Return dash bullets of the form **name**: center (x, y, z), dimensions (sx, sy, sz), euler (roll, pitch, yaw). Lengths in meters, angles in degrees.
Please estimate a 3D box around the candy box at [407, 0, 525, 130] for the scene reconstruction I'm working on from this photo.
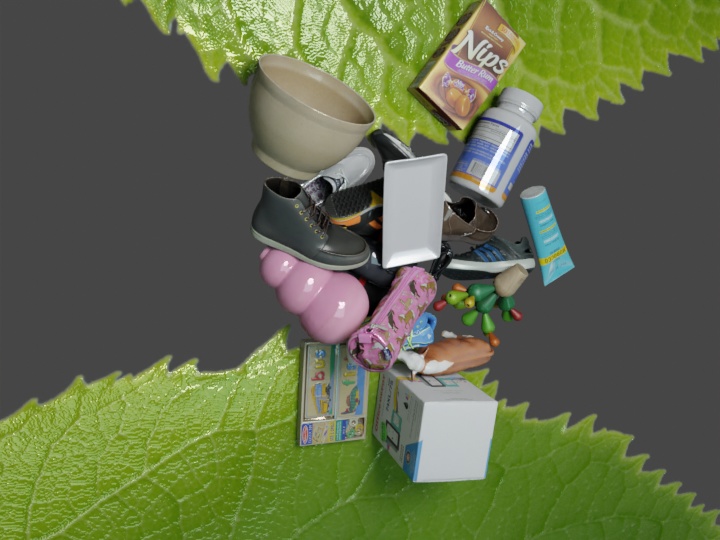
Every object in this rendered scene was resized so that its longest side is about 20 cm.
- **candy box**: center (0.190, -0.365, 1.225), dimensions (0.117, 0.056, 0.200), euler (38, 85, -23)

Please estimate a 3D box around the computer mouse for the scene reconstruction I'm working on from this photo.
- **computer mouse**: center (0.075, -0.022, 1.212), dimensions (0.200, 0.046, 0.141), euler (27, 103, -25)

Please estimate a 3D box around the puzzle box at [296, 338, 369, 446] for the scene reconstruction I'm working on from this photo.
- **puzzle box**: center (-0.050, 0.221, 1.269), dimensions (0.132, 0.025, 0.201), euler (-1, 102, -21)

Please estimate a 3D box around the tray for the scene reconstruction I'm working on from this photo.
- **tray**: center (0.085, -0.098, 1.128), dimensions (0.107, 0.022, 0.201), euler (-10, 127, -13)

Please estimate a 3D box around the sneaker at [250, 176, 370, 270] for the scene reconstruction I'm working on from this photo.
- **sneaker**: center (-0.071, -0.072, 1.082), dimensions (0.199, 0.075, 0.106), euler (16, 135, -6)

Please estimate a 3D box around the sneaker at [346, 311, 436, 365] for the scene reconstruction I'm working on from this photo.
- **sneaker**: center (0.063, 0.109, 1.198), dimensions (0.200, 0.105, 0.076), euler (-32, 116, -48)

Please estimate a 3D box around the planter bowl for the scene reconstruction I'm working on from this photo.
- **planter bowl**: center (-0.094, -0.230, 1.082), dimensions (0.200, 0.201, 0.135), euler (18, 121, -24)

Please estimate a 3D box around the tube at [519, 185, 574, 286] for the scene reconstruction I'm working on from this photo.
- **tube**: center (0.369, -0.070, 1.367), dimensions (0.077, 0.050, 0.201), euler (-28, 115, -6)

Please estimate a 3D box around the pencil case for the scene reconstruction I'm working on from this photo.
- **pencil case**: center (0.055, 0.076, 1.130), dimensions (0.083, 0.086, 0.200), euler (45, 46, -7)

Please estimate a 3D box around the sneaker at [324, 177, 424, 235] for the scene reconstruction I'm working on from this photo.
- **sneaker**: center (0.032, -0.104, 1.178), dimensions (0.199, 0.070, 0.090), euler (-13, 149, -15)

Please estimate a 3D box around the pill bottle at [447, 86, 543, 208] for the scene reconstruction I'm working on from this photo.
- **pill bottle**: center (0.250, -0.224, 1.248), dimensions (0.112, 0.112, 0.201), euler (27, 90, -24)

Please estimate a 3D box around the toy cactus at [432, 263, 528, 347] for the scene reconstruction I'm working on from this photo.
- **toy cactus**: center (0.248, 0.056, 1.294), dimensions (0.200, 0.102, 0.165), euler (24, 124, -30)

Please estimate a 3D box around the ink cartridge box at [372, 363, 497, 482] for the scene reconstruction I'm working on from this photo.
- **ink cartridge box**: center (0.129, 0.271, 1.254), dimensions (0.145, 0.200, 0.147), euler (4, 100, -21)

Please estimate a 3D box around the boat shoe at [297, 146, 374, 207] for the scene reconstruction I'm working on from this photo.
- **boat shoe**: center (-0.055, -0.148, 1.165), dimensions (0.199, 0.068, 0.072), euler (-27, 109, -14)

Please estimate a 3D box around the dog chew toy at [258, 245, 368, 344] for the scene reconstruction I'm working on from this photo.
- **dog chew toy**: center (-0.084, 0.031, 1.138), dimensions (0.200, 0.125, 0.125), euler (39, 85, -7)

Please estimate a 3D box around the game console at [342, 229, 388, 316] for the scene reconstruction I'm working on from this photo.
- **game console**: center (0.000, 0.000, 1.243), dimensions (0.176, 0.031, 0.201), euler (24, 92, -27)

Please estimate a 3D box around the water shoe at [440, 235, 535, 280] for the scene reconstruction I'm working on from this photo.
- **water shoe**: center (0.237, -0.027, 1.319), dimensions (0.199, 0.072, 0.079), euler (0, 72, -18)

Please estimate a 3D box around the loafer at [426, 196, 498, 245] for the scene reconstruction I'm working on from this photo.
- **loafer**: center (0.195, -0.092, 1.236), dimensions (0.200, 0.073, 0.071), euler (-8, 148, -48)

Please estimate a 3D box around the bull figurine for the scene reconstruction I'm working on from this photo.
- **bull figurine**: center (0.148, 0.158, 1.281), dimensions (0.199, 0.121, 0.065), euler (-2, 101, -21)

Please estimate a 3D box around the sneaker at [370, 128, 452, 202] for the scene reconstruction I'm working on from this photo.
- **sneaker**: center (0.075, -0.158, 1.215), dimensions (0.088, 0.076, 0.200), euler (-45, 113, -1)
